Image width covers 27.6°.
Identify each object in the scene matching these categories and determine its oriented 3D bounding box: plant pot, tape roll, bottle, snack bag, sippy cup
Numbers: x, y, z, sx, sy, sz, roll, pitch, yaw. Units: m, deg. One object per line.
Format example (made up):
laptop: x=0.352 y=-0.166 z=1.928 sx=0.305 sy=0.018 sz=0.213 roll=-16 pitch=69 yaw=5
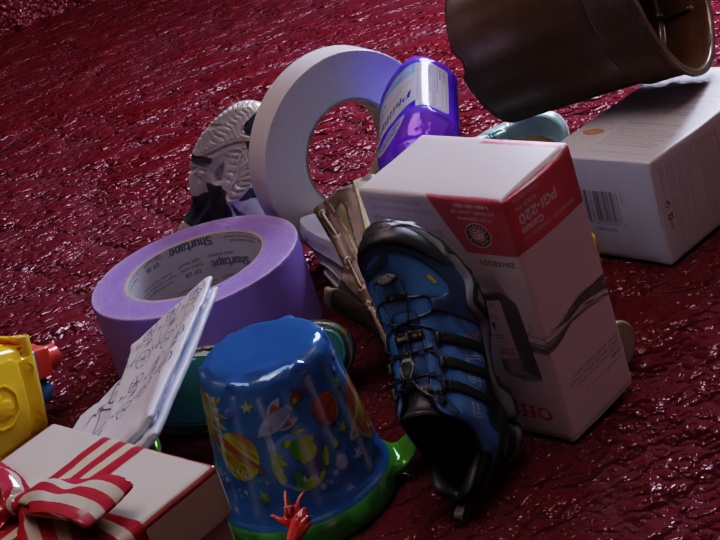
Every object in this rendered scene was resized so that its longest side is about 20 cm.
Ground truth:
plant pot: x=0.198 y=-0.240 z=1.365 sx=0.197 sy=0.202 sz=0.201 roll=-21 pitch=17 yaw=34
tape roll: x=-0.140 y=0.031 z=1.342 sx=0.197 sy=0.086 sz=0.200 roll=-15 pitch=22 yaw=6
bottle: x=0.052 y=-0.113 z=1.305 sx=0.065 sy=0.084 sz=0.201 roll=24 pitch=33 yaw=-14
snack bag: x=-0.189 y=0.114 z=1.119 sx=0.200 sy=0.021 sz=0.189 roll=-43 pitch=18 yaw=30
tape roll: x=-0.015 y=-0.117 z=1.435 sx=0.201 sy=0.205 sz=0.037 roll=-28 pitch=28 yaw=-24
sippy cup: x=-0.053 y=0.110 z=1.047 sx=0.177 sy=0.132 sz=0.139 roll=-34 pitch=28 yaw=-33

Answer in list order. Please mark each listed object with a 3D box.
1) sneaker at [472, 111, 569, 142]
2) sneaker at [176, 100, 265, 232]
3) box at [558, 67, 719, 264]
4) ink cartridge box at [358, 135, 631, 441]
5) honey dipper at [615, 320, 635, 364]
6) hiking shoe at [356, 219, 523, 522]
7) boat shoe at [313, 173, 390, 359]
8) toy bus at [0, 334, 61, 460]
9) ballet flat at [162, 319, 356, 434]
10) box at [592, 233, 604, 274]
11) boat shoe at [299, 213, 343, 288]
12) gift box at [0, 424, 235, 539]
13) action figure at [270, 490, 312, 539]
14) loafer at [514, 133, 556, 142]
sneaker: x=0.124 y=-0.099 z=1.409 sx=0.199 sy=0.074 sz=0.118 roll=-30 pitch=-5 yaw=-7
sneaker: x=-0.111 y=-0.093 z=1.498 sx=0.079 sy=0.201 sz=0.129 roll=27 pitch=29 yaw=21
box: x=0.278 y=-0.099 z=1.320 sx=0.199 sy=0.099 sz=0.124 roll=-34 pitch=28 yaw=-33
ink cartridge box: x=0.099 y=0.012 z=1.068 sx=0.145 sy=0.202 sz=0.085 roll=8 pitch=39 yaw=45
honey dipper: x=0.133 y=0.051 z=1.177 sx=0.038 sy=0.038 sz=0.199 roll=-33 pitch=24 yaw=-34
hiking shoe: x=0.051 y=0.061 z=0.989 sx=0.074 sy=0.202 sz=0.087 roll=-19 pitch=16 yaw=30
boat shoe: x=0.008 y=0.020 z=1.203 sx=0.074 sy=0.075 sz=0.204 roll=-19 pitch=56 yaw=5
toy bus: x=-0.361 y=0.112 z=1.280 sx=0.198 sy=0.138 sz=0.191 roll=-3 pitch=13 yaw=35
ballet flat: x=-0.096 y=0.090 z=1.224 sx=0.197 sy=0.075 sz=0.074 roll=-12 pitch=23 yaw=8
box: x=0.120 y=-0.006 z=1.268 sx=0.070 sy=0.065 sz=0.199 roll=-30 pitch=27 yaw=-27
boat shoe: x=0.000 y=0.000 z=1.337 sx=0.071 sy=0.067 sz=0.200 roll=-9 pitch=23 yaw=-29
gift box: x=-0.173 y=0.208 z=0.843 sx=0.183 sy=0.189 sz=0.200 roll=2 pitch=29 yaw=39
action figure: x=-0.009 y=0.180 z=0.906 sx=0.198 sy=0.100 sz=0.065 roll=-7 pitch=-16 yaw=26
loafer: x=0.142 y=-0.092 z=1.339 sx=0.074 sy=0.071 sz=0.199 roll=12 pitch=8 yaw=25
